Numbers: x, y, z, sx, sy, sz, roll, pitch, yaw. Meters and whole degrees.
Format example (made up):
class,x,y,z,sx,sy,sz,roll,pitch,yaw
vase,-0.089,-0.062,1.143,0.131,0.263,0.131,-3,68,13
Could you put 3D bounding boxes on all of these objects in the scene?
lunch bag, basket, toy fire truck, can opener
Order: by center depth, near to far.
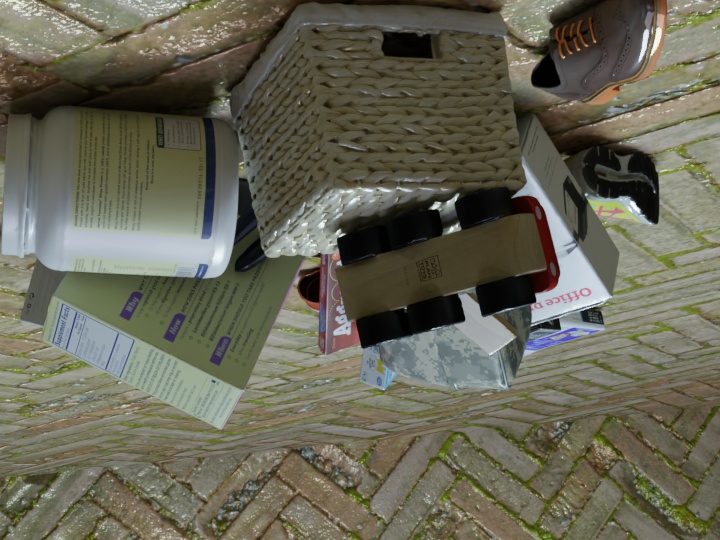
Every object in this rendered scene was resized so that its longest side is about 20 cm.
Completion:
class,x,y,z,sx,sy,sz,roll,pitch,yaw
toy fire truck,0.099,0.011,1.083,0.174,0.130,0.199,-17,175,28
basket,0.011,-0.113,1.084,0.196,0.163,0.200,-2,165,-25
can opener,-0.058,-0.074,1.226,0.199,0.064,0.079,-36,-178,-17
lunch bag,0.074,0.014,1.280,0.166,0.140,0.202,-2,128,23

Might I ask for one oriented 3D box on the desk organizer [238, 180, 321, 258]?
class,x,y,z,sx,sy,sz,roll,pitch,yaw
desk organizer,-0.119,-0.051,1.401,0.198,0.073,0.077,5,162,-40

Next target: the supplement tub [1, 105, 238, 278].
class,x,y,z,sx,sy,sz,roll,pitch,yaw
supplement tub,-0.216,-0.070,1.120,0.197,0.147,0.145,3,162,-15

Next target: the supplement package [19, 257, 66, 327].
class,x,y,z,sx,sy,sz,roll,pitch,yaw
supplement package,-0.262,0.033,1.416,0.198,0.111,0.114,12,174,25

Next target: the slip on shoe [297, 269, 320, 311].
class,x,y,z,sx,sy,sz,roll,pitch,yaw
slip on shoe,0.000,0.016,1.709,0.198,0.075,0.061,-12,162,29

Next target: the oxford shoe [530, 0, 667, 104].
class,x,y,z,sx,sy,sz,roll,pitch,yaw
oxford shoe,0.203,-0.192,1.074,0.072,0.072,0.200,0,163,-11

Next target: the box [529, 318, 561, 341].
class,x,y,z,sx,sy,sz,roll,pitch,yaw
box,0.166,0.027,1.661,0.044,0.162,0.199,6,160,-41

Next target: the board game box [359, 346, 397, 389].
class,x,y,z,sx,sy,sz,roll,pitch,yaw
board game box,0.052,0.019,1.447,0.034,0.202,0.134,17,-153,19

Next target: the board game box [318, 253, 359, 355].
class,x,y,z,sx,sy,sz,roll,pitch,yaw
board game box,0.000,0.000,1.443,0.102,0.019,0.202,-19,131,-27

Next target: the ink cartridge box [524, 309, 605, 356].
class,x,y,z,sx,sy,sz,roll,pitch,yaw
ink cartridge box,0.301,0.108,2.239,0.199,0.044,0.197,-25,158,40

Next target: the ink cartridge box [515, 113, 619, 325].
class,x,y,z,sx,sy,sz,roll,pitch,yaw
ink cartridge box,0.168,-0.047,1.344,0.144,0.084,0.201,-19,120,33

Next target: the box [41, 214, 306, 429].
class,x,y,z,sx,sy,sz,roll,pitch,yaw
box,-0.180,0.024,1.228,0.198,0.177,0.097,27,145,-6

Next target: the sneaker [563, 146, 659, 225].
class,x,y,z,sx,sy,sz,roll,pitch,yaw
sneaker,0.282,-0.098,1.464,0.090,0.079,0.199,-11,161,40
